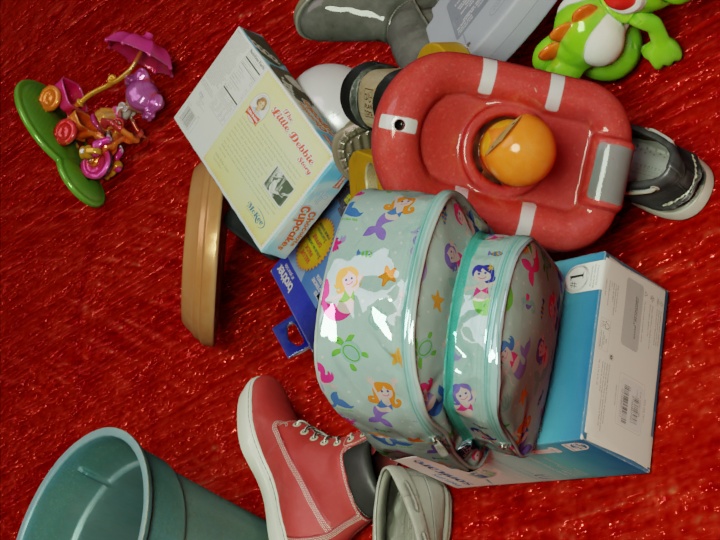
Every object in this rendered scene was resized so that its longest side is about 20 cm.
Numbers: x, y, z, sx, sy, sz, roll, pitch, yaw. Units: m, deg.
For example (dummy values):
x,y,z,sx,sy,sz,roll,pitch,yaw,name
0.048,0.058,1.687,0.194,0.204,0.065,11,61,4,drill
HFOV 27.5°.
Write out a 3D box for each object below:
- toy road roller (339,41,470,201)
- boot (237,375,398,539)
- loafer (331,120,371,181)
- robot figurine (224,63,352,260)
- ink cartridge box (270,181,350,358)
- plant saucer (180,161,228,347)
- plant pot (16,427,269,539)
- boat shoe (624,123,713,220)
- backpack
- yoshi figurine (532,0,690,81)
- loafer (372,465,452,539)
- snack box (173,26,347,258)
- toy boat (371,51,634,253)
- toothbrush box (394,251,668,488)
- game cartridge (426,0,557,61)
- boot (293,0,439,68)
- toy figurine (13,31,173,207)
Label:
x,y,z,sx,sy,sz,roll,pitch,yaw,name
0.070,-0.084,1.201,0.123,0.144,0.203,-149,56,-69,toy road roller
-0.031,0.150,1.304,0.144,0.072,0.201,-42,48,24,boot
0.072,-0.116,1.293,0.068,0.197,0.077,-106,11,-68,loafer
-0.049,-0.106,1.447,0.200,0.124,0.151,-49,53,20,robot figurine
0.000,0.000,1.359,0.201,0.076,0.137,-52,37,15,ink cartridge box
-0.158,-0.024,1.500,0.200,0.037,0.203,-176,90,-86,plant saucer
-0.171,0.266,1.286,0.199,0.195,0.202,-30,45,36,plant pot
0.187,-0.090,1.179,0.199,0.060,0.074,26,87,46,boat shoe
0.052,0.038,1.020,0.149,0.200,0.179,2,68,30,backpack
0.227,-0.222,1.200,0.200,0.111,0.113,-42,28,34,yoshi figurine
0.033,0.251,1.154,0.070,0.069,0.202,-28,47,37,loafer
-0.092,-0.122,1.379,0.116,0.037,0.201,-50,53,21,snack box
0.107,-0.088,1.069,0.131,0.198,0.132,-144,66,-85,toy boat
0.128,0.082,1.136,0.199,0.085,0.148,-14,57,45,toothbrush box
0.131,-0.253,1.270,0.200,0.040,0.134,-51,24,28,game cartridge
0.039,-0.208,1.403,0.180,0.073,0.201,-14,48,-3,boot
-0.311,-0.211,1.855,0.183,0.150,0.201,-35,64,17,toy figurine
